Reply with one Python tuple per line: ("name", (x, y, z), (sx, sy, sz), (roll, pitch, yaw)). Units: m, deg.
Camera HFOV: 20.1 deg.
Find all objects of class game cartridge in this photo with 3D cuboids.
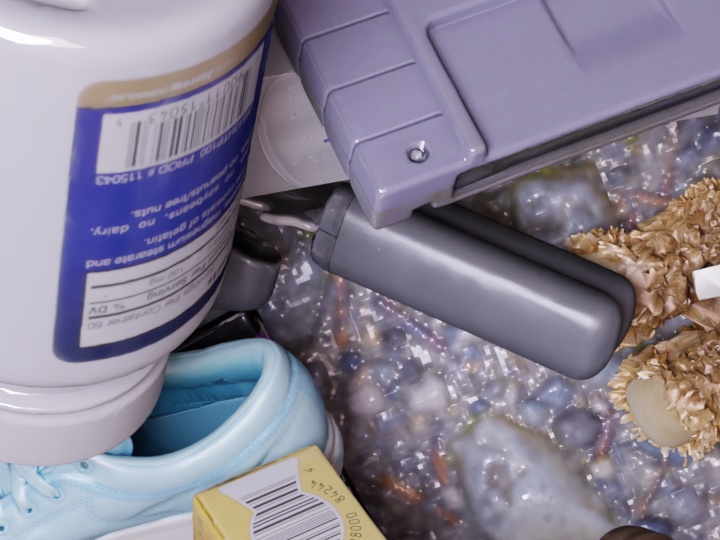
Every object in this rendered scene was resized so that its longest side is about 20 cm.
("game cartridge", (0.069, -0.104, 0.680), (0.199, 0.038, 0.130), (-21, 70, -14))

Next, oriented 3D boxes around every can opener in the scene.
("can opener", (0.000, 0.000, 0.759), (0.199, 0.053, 0.067), (24, 110, 12))

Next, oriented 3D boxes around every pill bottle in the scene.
("pill bottle", (-0.095, -0.035, 0.629), (0.119, 0.120, 0.201), (16, 136, 0))

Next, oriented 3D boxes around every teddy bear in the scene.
("teddy bear", (0.170, -0.008, 0.773), (0.145, 0.067, 0.200), (44, 105, 5))

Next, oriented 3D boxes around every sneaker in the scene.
("sneaker", (-0.109, 0.067, 0.742), (0.198, 0.074, 0.082), (-19, 136, -2))

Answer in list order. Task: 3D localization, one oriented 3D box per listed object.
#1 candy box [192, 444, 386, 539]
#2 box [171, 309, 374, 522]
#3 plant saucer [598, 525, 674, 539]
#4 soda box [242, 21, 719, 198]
("candy box", (0.010, 0.172, 0.691), (0.056, 0.200, 0.117), (-22, 140, -25))
("box", (-0.058, 0.133, 0.816), (0.142, 0.036, 0.201), (-27, 96, 8))
("plant saucer", (0.125, 0.190, 0.733), (0.029, 0.200, 0.202), (-16, 99, 25))
("soda box", (0.031, -0.083, 0.724), (0.198, 0.064, 0.069), (-10, 54, -9))
